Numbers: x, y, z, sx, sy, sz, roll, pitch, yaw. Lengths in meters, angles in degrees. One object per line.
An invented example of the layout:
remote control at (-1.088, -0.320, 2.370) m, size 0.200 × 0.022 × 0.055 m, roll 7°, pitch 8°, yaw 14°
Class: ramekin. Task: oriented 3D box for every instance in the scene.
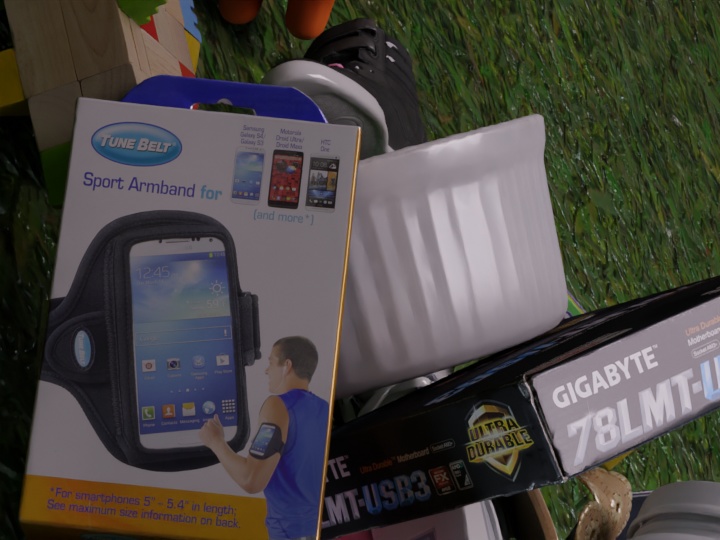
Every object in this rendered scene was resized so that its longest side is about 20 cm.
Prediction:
ramekin at (0.000, 0.000, 1.103) m, size 0.200 × 0.199 × 0.099 m, roll -22°, pitch 97°, yaw -68°

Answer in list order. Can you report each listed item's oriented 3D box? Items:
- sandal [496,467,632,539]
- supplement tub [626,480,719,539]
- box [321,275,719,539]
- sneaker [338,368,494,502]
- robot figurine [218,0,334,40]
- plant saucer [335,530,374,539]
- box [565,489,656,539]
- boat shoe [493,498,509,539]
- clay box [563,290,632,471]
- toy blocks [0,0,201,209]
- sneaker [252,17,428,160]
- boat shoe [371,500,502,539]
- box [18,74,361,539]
sandal at (0.106, 0.119, 1.259) m, size 0.212 × 0.069 × 0.078 m, roll -156°, pitch -126°, yaw -80°
supplement tub at (0.158, 0.219, 1.158) m, size 0.146 × 0.145 × 0.201 m, roll 51°, pitch 55°, yaw -37°
box at (0.088, 0.052, 1.019) m, size 0.199 × 0.198 × 0.050 m, roll -22°, pitch 89°, yaw -35°
sneaker at (0.007, 0.045, 1.228) m, size 0.130 × 0.079 × 0.200 m, roll 51°, pitch 28°, yaw -35°
robot figurine at (-0.028, -0.226, 1.274) m, size 0.116 × 0.201 × 0.144 m, roll -21°, pitch 44°, yaw -39°
plant saucer at (-0.035, 0.172, 1.050) m, size 0.201 × 0.051 × 0.202 m, roll 50°, pitch 28°, yaw -38°
box at (0.176, 0.239, 1.320) m, size 0.149 × 0.106 × 0.201 m, roll 113°, pitch -30°, yaw -60°
boat shoe at (0.040, 0.196, 1.200) m, size 0.201 × 0.071 × 0.071 m, roll -77°, pitch 156°, yaw -49°
clay box at (0.079, 0.011, 1.262) m, size 0.200 × 0.048 × 0.115 m, roll 51°, pitch 1°, yaw 1°
toy blocks at (-0.115, -0.113, 1.094) m, size 0.137 × 0.099 × 0.202 m, roll 39°, pitch 35°, yaw -71°
sneaker at (-0.017, -0.100, 1.326) m, size 0.200 × 0.070 × 0.100 m, roll 36°, pitch 36°, yaw -63°
boat shoe at (0.043, 0.169, 1.091) m, size 0.069 × 0.072 × 0.201 m, roll 46°, pitch 22°, yaw -42°
box at (-0.065, 0.013, 0.962) m, size 0.042 × 0.118 × 0.202 m, roll 96°, pitch -1°, yaw -75°
